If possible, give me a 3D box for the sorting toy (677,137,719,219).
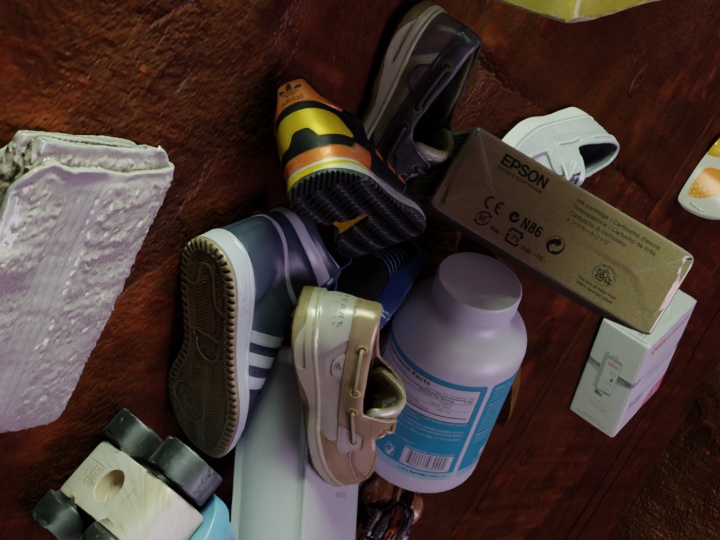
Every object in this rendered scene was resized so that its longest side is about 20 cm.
[{"bbox_3d":[0.579,-0.111,1.902,0.200,0.180,0.107,-20,138,-55],"label":"sorting toy"}]

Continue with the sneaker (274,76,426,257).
[{"bbox_3d":[-0.007,-0.073,0.938,0.070,0.090,0.200,-19,164,11],"label":"sneaker"}]

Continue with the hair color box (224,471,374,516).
[{"bbox_3d":[-0.036,0.179,1.235,0.200,0.060,0.100,-48,155,-18],"label":"hair color box"}]

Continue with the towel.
[{"bbox_3d":[-0.185,0.013,0.768,0.132,0.034,0.200,-5,125,-60],"label":"towel"}]

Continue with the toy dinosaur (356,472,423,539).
[{"bbox_3d":[0.022,0.234,1.294,0.200,0.102,0.136,-43,-171,-33],"label":"toy dinosaur"}]

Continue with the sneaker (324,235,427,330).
[{"bbox_3d":[0.000,0.000,1.073,0.070,0.078,0.200,-53,-179,14],"label":"sneaker"}]

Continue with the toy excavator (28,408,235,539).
[{"bbox_3d":[-0.144,0.195,0.976,0.100,0.194,0.200,-49,128,-17],"label":"toy excavator"}]

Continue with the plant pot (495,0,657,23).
[{"bbox_3d":[0.104,-0.276,0.779,0.195,0.194,0.200,-25,133,-50],"label":"plant pot"}]

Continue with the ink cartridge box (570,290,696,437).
[{"bbox_3d":[0.401,0.125,1.981,0.146,0.083,0.200,-36,150,-39],"label":"ink cartridge box"}]

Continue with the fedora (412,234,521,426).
[{"bbox_3d":[0.087,0.055,1.238,0.082,0.201,0.201,-7,140,-9],"label":"fedora"}]

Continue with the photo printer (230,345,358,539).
[{"bbox_3d":[-0.048,0.166,1.063,0.166,0.069,0.200,34,58,-72],"label":"photo printer"}]

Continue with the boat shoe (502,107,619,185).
[{"bbox_3d":[0.185,-0.103,1.291,0.200,0.068,0.072,-21,138,-54],"label":"boat shoe"}]

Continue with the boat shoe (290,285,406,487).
[{"bbox_3d":[-0.002,0.092,0.964,0.200,0.069,0.074,79,19,-48],"label":"boat shoe"}]

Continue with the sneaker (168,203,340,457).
[{"bbox_3d":[-0.076,0.042,0.970,0.108,0.070,0.200,-32,144,-41],"label":"sneaker"}]

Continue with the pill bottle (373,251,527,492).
[{"bbox_3d":[0.070,0.082,1.106,0.111,0.111,0.200,-32,150,-44],"label":"pill bottle"}]

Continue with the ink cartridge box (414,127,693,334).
[{"bbox_3d":[0.148,-0.034,1.083,0.075,0.200,0.165,-59,-175,3],"label":"ink cartridge box"}]

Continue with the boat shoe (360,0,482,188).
[{"bbox_3d":[0.038,-0.101,1.011,0.072,0.066,0.201,-28,144,-49],"label":"boat shoe"}]
